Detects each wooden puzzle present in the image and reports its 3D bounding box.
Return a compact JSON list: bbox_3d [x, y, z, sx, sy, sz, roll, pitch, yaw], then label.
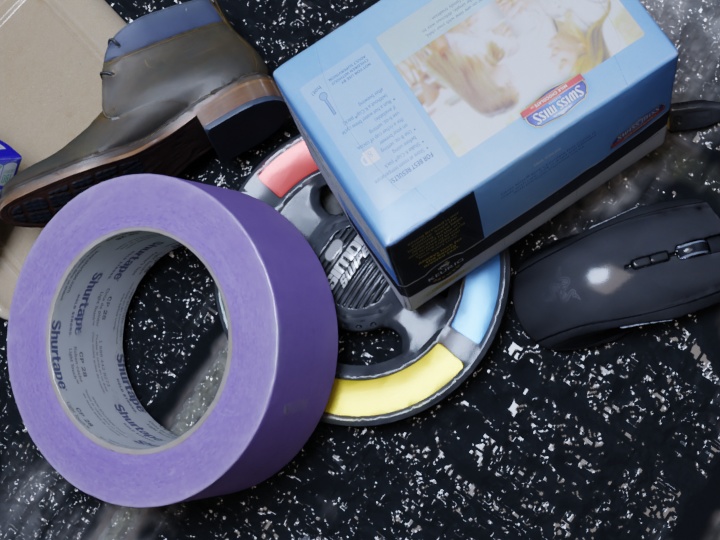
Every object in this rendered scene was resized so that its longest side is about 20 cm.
[{"bbox_3d":[-0.226,-0.093,0.947,0.200,0.037,0.185,-44,77,-3],"label":"wooden puzzle"}]

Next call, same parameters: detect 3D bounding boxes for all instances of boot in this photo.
[{"bbox_3d":[-0.154,-0.103,0.890,0.198,0.075,0.098,-23,70,-9],"label":"boot"}]

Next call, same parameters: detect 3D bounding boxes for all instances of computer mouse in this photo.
[{"bbox_3d":[0.185,-0.034,0.849,0.197,0.046,0.143,-12,80,9],"label":"computer mouse"}]

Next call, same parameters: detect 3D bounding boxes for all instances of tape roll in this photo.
[{"bbox_3d":[-0.119,0.044,0.854,0.197,0.085,0.204,-2,86,26],"label":"tape roll"}]

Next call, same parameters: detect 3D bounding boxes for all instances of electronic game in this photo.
[{"bbox_3d":[0.000,0.000,0.883,0.197,0.042,0.204,-2,82,11],"label":"electronic game"}]

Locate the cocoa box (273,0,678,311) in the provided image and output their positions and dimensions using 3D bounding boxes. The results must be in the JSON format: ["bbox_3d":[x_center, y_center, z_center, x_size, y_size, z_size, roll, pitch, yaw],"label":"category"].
[{"bbox_3d":[0.070,-0.097,0.807,0.199,0.131,0.134,-33,71,-2],"label":"cocoa box"}]

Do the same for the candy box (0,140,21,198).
[{"bbox_3d":[-0.321,0.004,0.847,0.077,0.168,0.202,35,113,21],"label":"candy box"}]
